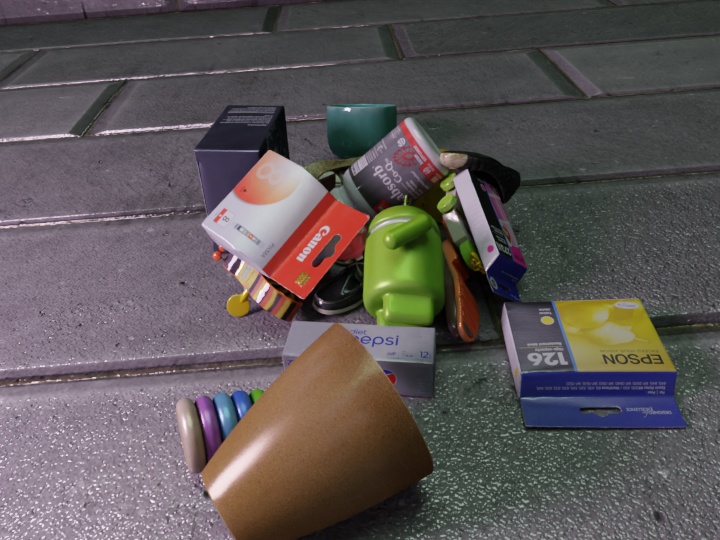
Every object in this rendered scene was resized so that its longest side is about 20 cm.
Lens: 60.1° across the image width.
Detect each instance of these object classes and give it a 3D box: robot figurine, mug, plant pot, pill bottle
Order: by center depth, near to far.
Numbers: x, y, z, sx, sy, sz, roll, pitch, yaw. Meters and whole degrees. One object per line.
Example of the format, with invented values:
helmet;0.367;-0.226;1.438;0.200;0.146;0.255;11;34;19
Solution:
plant pot;-0.056;0.187;0.644;0.198;0.188;0.186;-32;42;-15
robot figurine;0.062;-0.005;0.887;0.113;0.176;0.203;6;58;-6
pill bottle;0.043;-0.150;1.048;0.199;0.116;0.117;-38;31;17
mug;0.016;-0.297;1.344;0.182;0.117;0.151;-11;19;-32

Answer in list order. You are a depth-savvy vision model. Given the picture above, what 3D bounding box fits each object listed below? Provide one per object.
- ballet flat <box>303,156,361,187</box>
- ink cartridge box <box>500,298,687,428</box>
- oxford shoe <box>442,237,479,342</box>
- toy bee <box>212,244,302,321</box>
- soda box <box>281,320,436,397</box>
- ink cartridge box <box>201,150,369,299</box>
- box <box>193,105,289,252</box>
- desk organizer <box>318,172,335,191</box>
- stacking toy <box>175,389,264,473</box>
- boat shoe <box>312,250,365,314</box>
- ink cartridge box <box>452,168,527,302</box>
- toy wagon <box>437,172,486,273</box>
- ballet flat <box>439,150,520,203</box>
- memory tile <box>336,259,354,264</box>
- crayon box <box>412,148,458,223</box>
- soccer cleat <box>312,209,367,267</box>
ballet flat;-0.042;-0.184;1.231;0.198;0.071;0.065;-21;47;-32
ink cartridge box;0.295;0.113;0.811;0.193;0.048;0.201;-1;33;3
oxford shoe;0.129;0.037;0.932;0.072;0.072;0.202;-25;33;18
toy bee;-0.173;0.006;0.955;0.108;0.133;0.198;26;-8;-39
soda box;0.001;0.116;0.818;0.196;0.064;0.069;1;37;8
ink cartridge box;-0.111;-0.072;0.902;0.198;0.050;0.163;29;70;30
box;-0.200;-0.167;1.121;0.115;0.200;0.201;2;35;7
desk organizer;-0.108;-0.116;1.068;0.070;0.079;0.200;8;20;18
stacking toy;-0.115;0.171;0.746;0.197;0.087;0.086;-12;35;-21
boat shoe;0.000;0.000;0.981;0.199;0.069;0.071;-33;47;-32
ink cartridge box;0.203;-0.052;0.947;0.037;0.094;0.203;-29;59;31
toy wagon;0.178;-0.060;0.987;0.039;0.155;0.201;-32;23;31
ballet flat;0.198;-0.154;1.010;0.198;0.058;0.066;12;7;-43
memory tile;-0.028;-0.079;1.138;0.152;0.017;0.199;-25;41;-27
crayon box;0.125;-0.156;1.137;0.197;0.129;0.051;15;38;23
soccer cleat;-0.070;-0.042;0.989;0.198;0.077;0.067;-13;25;39
